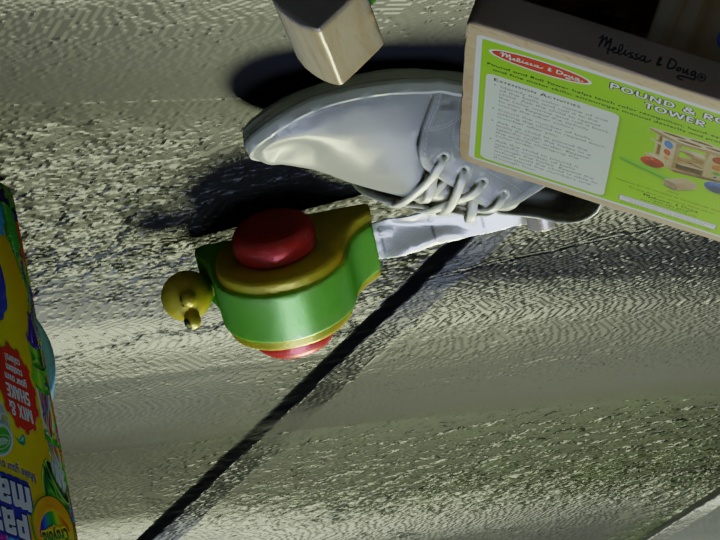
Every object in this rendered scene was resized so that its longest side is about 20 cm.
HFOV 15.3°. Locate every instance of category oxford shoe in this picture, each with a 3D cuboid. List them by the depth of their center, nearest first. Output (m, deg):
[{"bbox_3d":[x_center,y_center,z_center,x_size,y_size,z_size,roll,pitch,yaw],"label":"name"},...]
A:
[{"bbox_3d":[0.039,-0.052,1.217,0.199,0.058,0.075,3,158,-35],"label":"oxford shoe"}]

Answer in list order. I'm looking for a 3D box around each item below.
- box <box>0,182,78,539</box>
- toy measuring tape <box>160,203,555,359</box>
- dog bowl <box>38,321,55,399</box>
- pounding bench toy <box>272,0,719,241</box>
[{"bbox_3d":[-0.221,0.042,1.103,0.121,0.194,0.200,-17,161,13],"label":"box"},{"bbox_3d":[0.000,0.000,1.307,0.199,0.074,0.074,-11,161,2],"label":"toy measuring tape"},{"bbox_3d":[-0.236,0.055,1.270,0.199,0.112,0.050,-3,146,-27],"label":"dog bowl"},{"bbox_3d":[0.084,-0.122,0.932,0.199,0.157,0.124,18,163,7],"label":"pounding bench toy"}]
